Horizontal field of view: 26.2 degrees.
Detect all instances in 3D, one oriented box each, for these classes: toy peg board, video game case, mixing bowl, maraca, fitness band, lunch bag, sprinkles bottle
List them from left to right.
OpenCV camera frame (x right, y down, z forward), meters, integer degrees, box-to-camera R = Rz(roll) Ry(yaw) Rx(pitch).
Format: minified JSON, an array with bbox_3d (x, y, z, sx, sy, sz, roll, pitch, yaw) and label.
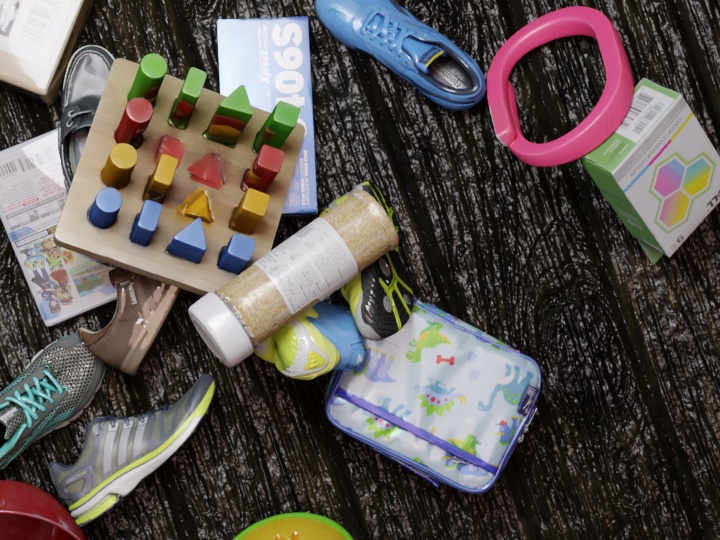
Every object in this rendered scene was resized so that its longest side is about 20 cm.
[{"bbox_3d":[-0.347,0.277,1.488,0.200,0.108,0.200,-4,120,-7],"label":"mixing bowl"},{"bbox_3d":[-0.259,-0.064,1.567,0.200,0.022,0.183,-23,90,-6],"label":"video game case"},{"bbox_3d":[-0.160,-0.096,1.455,0.200,0.098,0.199,19,68,-10],"label":"toy peg board"},{"bbox_3d":[-0.091,0.319,1.524,0.200,0.107,0.137,-24,89,-5],"label":"maraca"},{"bbox_3d":[-0.060,0.006,1.426,0.200,0.068,0.068,-36,91,-13],"label":"sprinkles bottle"},{"bbox_3d":[0.072,0.125,1.559,0.200,0.082,0.161,29,89,-2],"label":"lunch bag"},{"bbox_3d":[0.198,-0.184,1.538,0.143,0.200,0.037,-25,131,19],"label":"fitness band"}]

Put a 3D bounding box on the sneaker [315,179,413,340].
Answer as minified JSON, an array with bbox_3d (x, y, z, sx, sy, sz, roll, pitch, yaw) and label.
[{"bbox_3d":[0.000,0.000,1.522,0.076,0.200,0.075,-27,127,19],"label":"sneaker"}]

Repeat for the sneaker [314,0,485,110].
[{"bbox_3d":[0.043,-0.234,1.569,0.200,0.078,0.066,34,88,-1],"label":"sneaker"}]

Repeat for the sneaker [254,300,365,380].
[{"bbox_3d":[-0.063,0.052,1.522,0.105,0.200,0.076,8,114,-33],"label":"sneaker"}]

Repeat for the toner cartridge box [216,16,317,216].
[{"bbox_3d":[-0.095,-0.155,1.572,0.095,0.043,0.200,-3,89,-4],"label":"toner cartridge box"}]

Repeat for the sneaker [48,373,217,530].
[{"bbox_3d":[-0.226,0.167,1.538,0.200,0.074,0.081,-41,88,-6],"label":"sneaker"}]

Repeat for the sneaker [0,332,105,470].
[{"bbox_3d":[-0.330,0.140,1.519,0.200,0.091,0.078,-45,93,-5],"label":"sneaker"}]

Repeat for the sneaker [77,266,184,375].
[{"bbox_3d":[-0.206,0.001,1.522,0.075,0.070,0.200,28,81,0],"label":"sneaker"}]

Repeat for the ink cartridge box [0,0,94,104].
[{"bbox_3d":[-0.348,-0.289,1.541,0.164,0.075,0.200,21,87,-5],"label":"ink cartridge box"}]

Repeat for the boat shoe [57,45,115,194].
[{"bbox_3d":[-0.262,-0.127,1.524,0.074,0.066,0.200,2,87,-3],"label":"boat shoe"}]

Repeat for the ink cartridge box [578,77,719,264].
[{"bbox_3d":[0.305,-0.085,1.537,0.104,0.059,0.200,-47,132,-5],"label":"ink cartridge box"}]
